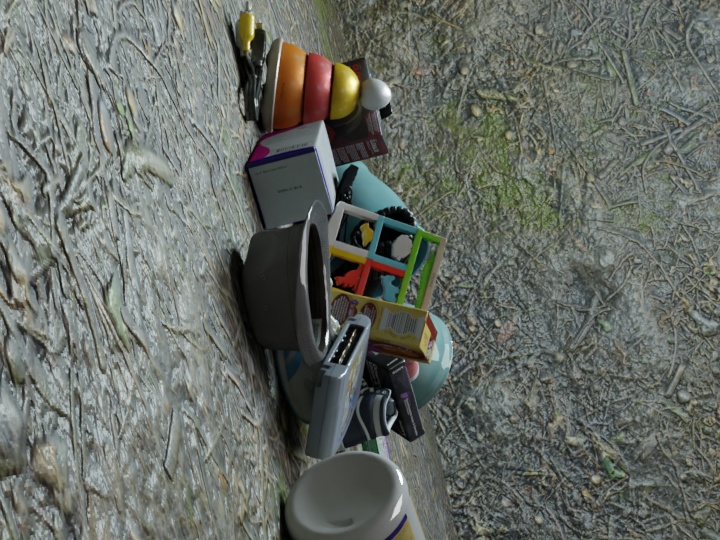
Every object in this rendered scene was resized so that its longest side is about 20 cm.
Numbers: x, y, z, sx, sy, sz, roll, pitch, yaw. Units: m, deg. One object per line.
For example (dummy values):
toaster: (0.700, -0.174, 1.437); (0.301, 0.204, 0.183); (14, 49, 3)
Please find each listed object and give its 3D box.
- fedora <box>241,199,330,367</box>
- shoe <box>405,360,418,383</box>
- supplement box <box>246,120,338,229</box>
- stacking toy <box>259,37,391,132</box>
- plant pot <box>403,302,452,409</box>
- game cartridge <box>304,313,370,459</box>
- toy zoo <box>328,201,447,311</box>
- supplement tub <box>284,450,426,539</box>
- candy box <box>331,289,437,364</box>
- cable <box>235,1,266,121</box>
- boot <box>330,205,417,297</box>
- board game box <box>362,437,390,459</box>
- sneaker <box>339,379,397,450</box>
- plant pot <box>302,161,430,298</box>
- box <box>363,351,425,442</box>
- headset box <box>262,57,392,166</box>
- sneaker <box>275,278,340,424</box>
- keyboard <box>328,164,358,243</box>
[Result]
fedora: (-0.090, 0.017, 1.387); (0.177, 0.090, 0.201); (-28, 115, -81)
shoe: (0.022, 0.091, 1.831); (0.200, 0.071, 0.091); (45, -26, 26)
supplement box: (-0.094, -0.143, 1.665); (0.200, 0.101, 0.104); (-85, 161, -70)
stacking toy: (-0.052, -0.276, 1.778); (0.146, 0.199, 0.147); (-173, -90, -87)
plant pot: (0.038, 0.135, 1.959); (0.134, 0.200, 0.201); (36, 34, -43)
game cartridge: (-0.027, 0.152, 1.461); (0.200, 0.041, 0.134); (-60, 157, -67)
toy zoo: (0.014, -0.015, 1.635); (0.020, 0.199, 0.132); (156, -49, -75)
supplement tub: (0.005, 0.326, 1.332); (0.146, 0.145, 0.200); (-95, 170, -55)
candy box: (0.001, 0.073, 1.602); (0.117, 0.199, 0.057); (60, 43, -71)
cable: (-0.170, -0.298, 1.711); (0.097, 0.050, 0.201); (101, -7, -63)
boot: (-0.001, -0.002, 1.727); (0.079, 0.211, 0.158); (40, -11, 7)
board game box: (0.032, 0.343, 2.081); (0.135, 0.029, 0.201); (54, 23, -72)
sneaker: (-0.005, 0.175, 1.736); (0.070, 0.108, 0.201); (68, 10, -52)
plant pot: (-0.011, -0.077, 1.929); (0.188, 0.200, 0.200); (62, -2, 33)
box: (0.016, 0.173, 1.805); (0.200, 0.036, 0.143); (23, -42, 51)
headset box: (-0.047, -0.250, 1.866); (0.075, 0.199, 0.149); (61, 17, -68)
sneaker: (-0.065, 0.098, 1.484); (0.077, 0.080, 0.201); (46, 37, -80)
keyboard: (-0.039, -0.057, 1.694); (0.104, 0.040, 0.201); (175, -63, -82)
